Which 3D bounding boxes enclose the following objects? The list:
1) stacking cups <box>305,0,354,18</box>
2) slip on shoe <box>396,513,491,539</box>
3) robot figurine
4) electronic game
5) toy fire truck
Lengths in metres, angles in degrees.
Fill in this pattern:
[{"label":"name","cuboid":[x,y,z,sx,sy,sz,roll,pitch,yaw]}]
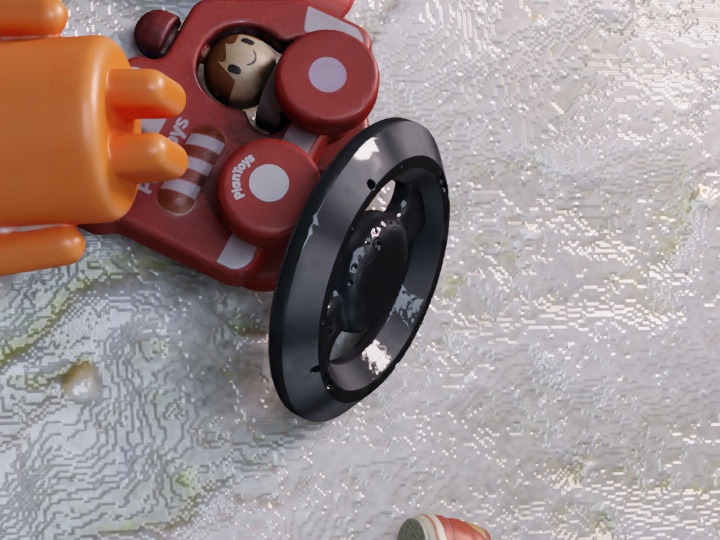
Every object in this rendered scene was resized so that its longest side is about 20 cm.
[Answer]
[{"label":"stacking cups","cuboid":[-0.097,-0.213,1.679,0.200,0.060,0.061,22,73,-23]},{"label":"slip on shoe","cuboid":[0.068,0.255,1.651,0.061,0.074,0.201,-1,76,-26]},{"label":"robot figurine","cuboid":[-0.207,-0.084,1.551,0.199,0.117,0.144,-4,123,10]},{"label":"electronic game","cuboid":[0.000,0.000,1.618,0.042,0.200,0.200,20,68,25]},{"label":"toy fire truck","cuboid":[-0.086,-0.093,1.636,0.168,0.112,0.200,25,72,4]}]
